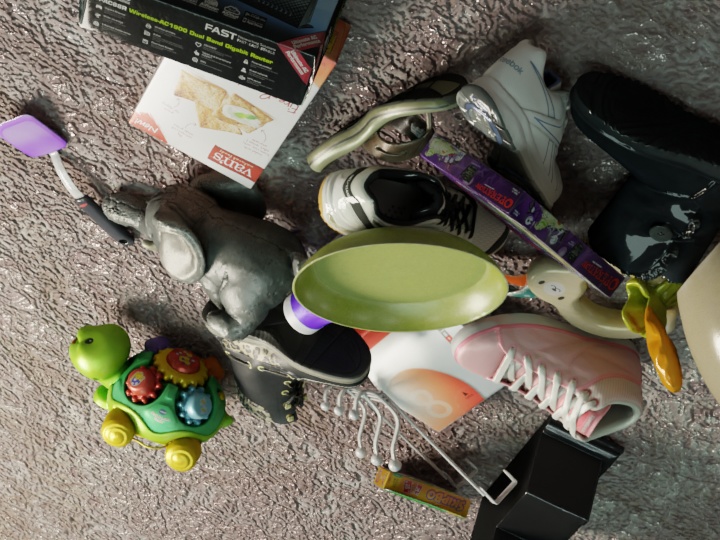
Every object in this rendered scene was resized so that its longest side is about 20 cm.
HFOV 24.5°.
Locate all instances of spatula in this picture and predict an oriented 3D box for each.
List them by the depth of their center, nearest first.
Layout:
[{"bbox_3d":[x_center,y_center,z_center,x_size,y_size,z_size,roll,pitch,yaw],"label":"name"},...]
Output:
[{"bbox_3d":[-0.296,-0.089,1.703,0.056,0.021,0.200,-14,130,31],"label":"spatula"}]

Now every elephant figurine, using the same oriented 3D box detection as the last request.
[{"bbox_3d":[-0.156,-0.035,1.641,0.200,0.142,0.155,43,107,-5],"label":"elephant figurine"}]

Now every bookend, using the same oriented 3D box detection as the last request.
[{"bbox_3d":[0.188,0.297,1.812,0.092,0.199,0.200,25,139,-4],"label":"bookend"}]

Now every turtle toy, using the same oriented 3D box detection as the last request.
[{"bbox_3d":[-0.232,0.127,1.846,0.200,0.146,0.101,22,118,-5],"label":"turtle toy"}]

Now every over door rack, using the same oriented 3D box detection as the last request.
[{"bbox_3d":[0.054,0.194,1.784,0.200,0.067,0.148,33,172,-13],"label":"over door rack"}]

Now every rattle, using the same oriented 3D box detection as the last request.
[{"bbox_3d":[0.205,0.050,1.584,0.199,0.143,0.130,8,158,3],"label":"rattle"}]

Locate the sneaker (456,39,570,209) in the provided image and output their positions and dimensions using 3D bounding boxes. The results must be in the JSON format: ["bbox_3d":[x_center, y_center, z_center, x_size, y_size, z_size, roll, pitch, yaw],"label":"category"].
[{"bbox_3d":[0.152,-0.123,1.451,0.074,0.087,0.200,38,170,28],"label":"sneaker"}]

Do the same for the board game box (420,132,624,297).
[{"bbox_3d":[0.146,-0.047,1.476,0.120,0.032,0.200,43,-174,41],"label":"board game box"}]

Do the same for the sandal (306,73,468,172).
[{"bbox_3d":[0.032,-0.124,1.491,0.201,0.080,0.057,-25,96,49],"label":"sandal"}]

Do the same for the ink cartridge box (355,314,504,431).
[{"bbox_3d":[0.054,0.075,1.732,0.200,0.050,0.162,30,138,-18],"label":"ink cartridge box"}]

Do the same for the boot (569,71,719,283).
[{"bbox_3d":[0.242,-0.073,1.473,0.200,0.077,0.168,21,136,-13],"label":"boot"}]

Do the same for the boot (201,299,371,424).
[{"bbox_3d":[-0.067,0.108,1.784,0.203,0.074,0.154,19,145,26],"label":"boot"}]

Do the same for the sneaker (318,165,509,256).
[{"bbox_3d":[0.063,-0.049,1.519,0.200,0.076,0.088,9,168,-29],"label":"sneaker"}]

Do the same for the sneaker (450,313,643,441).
[{"bbox_3d":[0.190,0.108,1.635,0.200,0.105,0.075,9,136,-15],"label":"sneaker"}]

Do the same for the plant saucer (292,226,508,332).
[{"bbox_3d":[0.037,0.006,1.537,0.199,0.031,0.200,0,155,0],"label":"plant saucer"}]

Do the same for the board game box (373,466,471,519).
[{"bbox_3d":[0.068,0.248,1.856,0.095,0.030,0.200,20,177,-1],"label":"board game box"}]

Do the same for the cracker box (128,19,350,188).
[{"bbox_3d":[-0.113,-0.177,1.508,0.134,0.058,0.200,28,140,-10],"label":"cracker box"}]

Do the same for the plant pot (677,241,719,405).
[{"bbox_3d":[0.363,0.030,1.479,0.134,0.200,0.200,42,140,11],"label":"plant pot"}]

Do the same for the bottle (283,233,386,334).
[{"bbox_3d":[0.000,0.000,1.644,0.084,0.065,0.200,47,131,-6],"label":"bottle"}]

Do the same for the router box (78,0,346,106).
[{"bbox_3d":[-0.113,-0.236,1.370,0.199,0.150,0.062,20,140,-2],"label":"router box"}]
